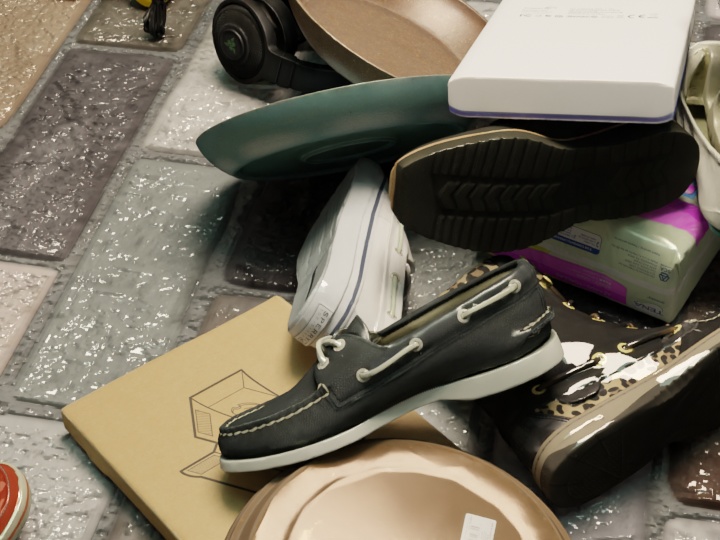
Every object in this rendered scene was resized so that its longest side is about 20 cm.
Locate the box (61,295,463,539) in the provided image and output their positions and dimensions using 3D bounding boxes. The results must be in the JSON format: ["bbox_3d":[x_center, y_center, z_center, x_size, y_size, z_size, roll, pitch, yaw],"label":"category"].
[{"bbox_3d":[-0.051,0.102,0.901,0.163,0.021,0.200,-28,46,-28],"label":"box"}]

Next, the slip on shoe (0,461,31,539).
[{"bbox_3d":[-0.264,0.147,0.822,0.198,0.062,0.074,-21,41,-25],"label":"slip on shoe"}]

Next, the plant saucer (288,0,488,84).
[{"bbox_3d":[0.027,-0.171,1.172,0.199,0.037,0.201,23,31,-15],"label":"plant saucer"}]

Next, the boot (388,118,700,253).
[{"bbox_3d":[0.090,-0.082,0.985,0.198,0.078,0.139,-4,34,-24],"label":"boot"}]

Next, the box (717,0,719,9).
[{"bbox_3d":[0.278,-0.107,0.986,0.049,0.200,0.163,-21,54,23],"label":"box"}]

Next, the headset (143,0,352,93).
[{"bbox_3d":[-0.075,-0.185,1.233,0.198,0.095,0.124,25,39,6],"label":"headset"}]

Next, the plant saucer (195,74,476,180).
[{"bbox_3d":[-0.009,-0.090,1.046,0.198,0.028,0.200,-12,-4,-1],"label":"plant saucer"}]

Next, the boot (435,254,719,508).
[{"bbox_3d":[0.142,0.042,0.936,0.199,0.074,0.150,-30,47,-23],"label":"boot"}]

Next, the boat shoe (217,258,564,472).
[{"bbox_3d":[0.010,0.051,0.860,0.198,0.061,0.076,-21,10,-6],"label":"boat shoe"}]

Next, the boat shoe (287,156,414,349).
[{"bbox_3d":[0.000,0.000,1.000,0.066,0.074,0.201,33,32,-10],"label":"boat shoe"}]

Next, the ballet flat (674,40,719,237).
[{"bbox_3d":[0.231,-0.103,1.009,0.069,0.070,0.201,-2,41,-2],"label":"ballet flat"}]

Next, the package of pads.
[{"bbox_3d":[0.178,-0.065,1.065,0.153,0.069,0.200,22,44,23],"label":"package of pads"}]

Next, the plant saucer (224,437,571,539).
[{"bbox_3d":[0.024,0.160,0.799,0.197,0.030,0.201,4,45,-4],"label":"plant saucer"}]

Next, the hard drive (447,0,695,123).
[{"bbox_3d":[0.138,-0.138,0.995,0.130,0.026,0.200,3,25,14],"label":"hard drive"}]

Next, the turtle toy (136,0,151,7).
[{"bbox_3d":[-0.170,-0.298,1.329,0.198,0.102,0.146,9,40,12],"label":"turtle toy"}]
